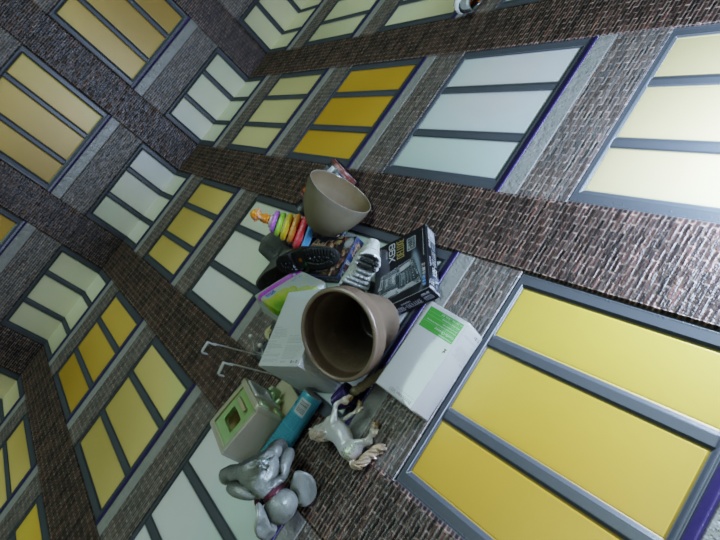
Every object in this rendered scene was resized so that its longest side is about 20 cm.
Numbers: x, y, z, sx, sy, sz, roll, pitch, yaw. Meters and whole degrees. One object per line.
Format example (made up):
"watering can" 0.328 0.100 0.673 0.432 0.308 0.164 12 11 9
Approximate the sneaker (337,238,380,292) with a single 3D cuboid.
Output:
"sneaker" 0.000 0.000 1.408 0.200 0.075 0.081 -54 17 43

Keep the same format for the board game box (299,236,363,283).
"board game box" -0.093 -0.031 1.604 0.199 0.035 0.136 1 59 47

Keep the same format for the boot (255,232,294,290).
"boot" -0.290 -0.037 1.789 0.182 0.073 0.200 -40 41 -11

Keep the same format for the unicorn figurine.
"unicorn figurine" -0.038 0.336 1.175 0.138 0.074 0.200 -48 35 1

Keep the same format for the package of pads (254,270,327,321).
"package of pads" -0.181 0.073 1.522 0.154 0.069 0.200 -32 25 -20

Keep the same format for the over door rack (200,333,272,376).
"over door rack" -0.291 0.218 1.449 0.147 0.199 0.067 27 105 54

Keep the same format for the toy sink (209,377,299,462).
"toy sink" -0.256 0.349 1.363 0.200 0.112 0.130 -49 36 0

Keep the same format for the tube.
"tube" -0.166 0.373 1.305 0.201 0.050 0.077 -55 40 -1

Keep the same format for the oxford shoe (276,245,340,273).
"oxford shoe" -0.138 -0.045 1.573 0.199 0.073 0.084 -3 24 29

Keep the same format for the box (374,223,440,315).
"box" 0.109 0.004 1.342 0.157 0.050 0.201 -27 41 30

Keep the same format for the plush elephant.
"plush elephant" -0.186 0.459 1.170 0.164 0.156 0.200 -24 -5 -24

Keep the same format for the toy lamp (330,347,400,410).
"toy lamp" 0.019 0.240 1.217 0.200 0.058 0.058 -37 37 16

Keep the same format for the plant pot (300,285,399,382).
"plant pot" -0.004 0.121 1.225 0.199 0.174 0.202 6 102 32

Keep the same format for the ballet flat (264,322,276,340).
"ballet flat" -0.196 0.154 1.519 0.199 0.057 0.067 -17 64 38

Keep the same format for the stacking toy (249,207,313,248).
"stacking toy" -0.241 -0.139 1.702 0.110 0.199 0.117 -94 26 -70

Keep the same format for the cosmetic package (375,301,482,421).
"cosmetic package" 0.137 0.180 1.114 0.107 0.085 0.201 28 79 42

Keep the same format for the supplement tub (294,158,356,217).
"supplement tub" -0.115 -0.249 1.767 0.200 0.107 0.107 -44 36 9

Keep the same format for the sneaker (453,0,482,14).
"sneaker" 0.404 -0.953 1.896 0.201 0.074 0.079 -55 45 2

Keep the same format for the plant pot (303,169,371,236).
"plant pot" -0.088 -0.179 1.622 0.135 0.199 0.201 -55 31 27

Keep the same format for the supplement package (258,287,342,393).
"supplement package" -0.112 0.169 1.340 0.151 0.151 0.201 -8 52 43
